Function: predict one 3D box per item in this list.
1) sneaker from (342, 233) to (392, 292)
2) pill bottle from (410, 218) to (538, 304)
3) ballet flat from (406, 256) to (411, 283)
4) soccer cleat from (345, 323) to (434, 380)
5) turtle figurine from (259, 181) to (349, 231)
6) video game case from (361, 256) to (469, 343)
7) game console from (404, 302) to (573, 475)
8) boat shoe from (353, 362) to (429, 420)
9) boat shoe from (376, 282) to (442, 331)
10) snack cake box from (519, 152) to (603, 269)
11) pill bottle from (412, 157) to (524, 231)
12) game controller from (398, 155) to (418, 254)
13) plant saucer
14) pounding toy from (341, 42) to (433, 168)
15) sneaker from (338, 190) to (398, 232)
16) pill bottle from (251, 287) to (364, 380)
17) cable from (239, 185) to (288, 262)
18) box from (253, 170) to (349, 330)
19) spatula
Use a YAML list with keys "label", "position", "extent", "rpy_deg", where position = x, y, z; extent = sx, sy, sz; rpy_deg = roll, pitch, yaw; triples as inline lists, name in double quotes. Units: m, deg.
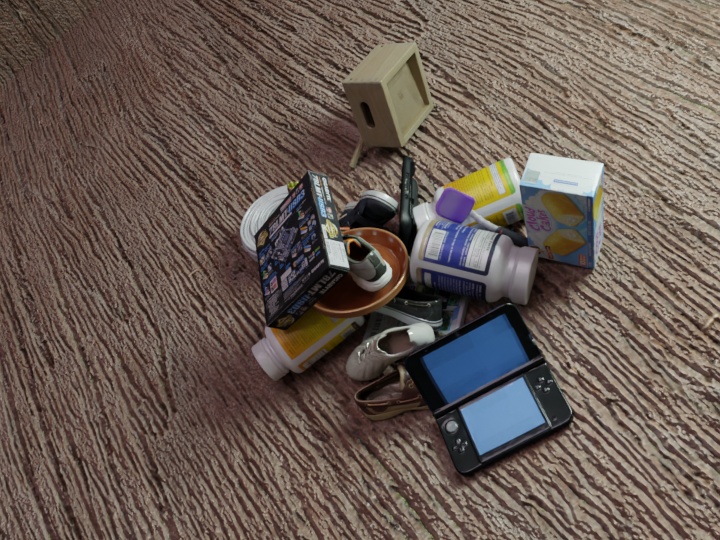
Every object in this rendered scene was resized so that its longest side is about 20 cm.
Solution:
- label: "sneaker"
  position: [-0.029, -0.037, 1.259]
  extent: [0.199, 0.080, 0.074]
  rpy_deg: [25, 62, 39]
- label: "pill bottle"
  position: [0.193, -0.012, 1.240]
  extent: [0.198, 0.116, 0.117]
  rpy_deg: [15, 64, 19]
- label: "ballet flat"
  position: [0.000, 0.000, 1.361]
  extent: [0.198, 0.063, 0.068]
  rpy_deg: [4, 39, 22]
- label: "soccer cleat"
  position: [0.037, 0.134, 1.236]
  extent: [0.199, 0.077, 0.070]
  rpy_deg: [-29, 67, 37]
- label: "turtle figurine"
  position: [-0.105, -0.103, 1.457]
  extent: [0.198, 0.065, 0.163]
  rpy_deg: [-10, 52, 20]
- label: "video game case"
  position: [0.107, 0.061, 1.322]
  extent: [0.181, 0.022, 0.202]
  rpy_deg: [0, 56, 31]
- label: "game console"
  position: [0.192, 0.181, 1.116]
  extent: [0.199, 0.118, 0.172]
  rpy_deg: [-30, 47, 9]
- label: "boat shoe"
  position: [0.082, 0.186, 1.207]
  extent: [0.198, 0.072, 0.073]
  rpy_deg: [-20, 49, 15]
- label: "boat shoe"
  position: [0.062, 0.046, 1.289]
  extent: [0.199, 0.057, 0.068]
  rpy_deg: [21, 25, 34]
- label: "snack cake box"
  position: [0.325, -0.092, 1.174]
  extent: [0.114, 0.200, 0.068]
  rpy_deg: [12, 63, 25]
- label: "pill bottle"
  position: [0.201, -0.115, 1.335]
  extent: [0.198, 0.111, 0.112]
  rpy_deg: [-23, 48, 14]
- label: "game controller"
  position: [0.086, -0.127, 1.411]
  extent: [0.042, 0.105, 0.201]
  rpy_deg: [-5, 48, 11]
- label: "plant saucer"
  position: [-0.010, 0.005, 1.289]
  extent: [0.198, 0.032, 0.202]
  rpy_deg: [-10, 46, 11]
- label: "pounding toy"
  position: [0.045, -0.349, 1.573]
  extent: [0.141, 0.201, 0.185]
  rpy_deg: [9, 47, 35]
- label: "sneaker"
  position: [0.010, -0.096, 1.424]
  extent: [0.080, 0.078, 0.200]
  rpy_deg: [-65, 14, -14]
- label: "pill bottle"
  position: [-0.099, 0.111, 1.346]
  extent: [0.199, 0.109, 0.109]
  rpy_deg: [-37, 46, 0]
- label: "cable"
  position: [-0.161, -0.098, 1.566]
  extent: [0.200, 0.069, 0.200]
  rpy_deg: [-47, 47, -8]
- label: "box"
  position: [-0.108, -0.032, 1.262]
  extent: [0.200, 0.049, 0.200]
  rpy_deg: [-43, 46, 37]
- label: "spatula"
  position: [0.222, -0.080, 1.274]
  extent: [0.057, 0.199, 0.021]
  rpy_deg: [-60, 5, 27]
